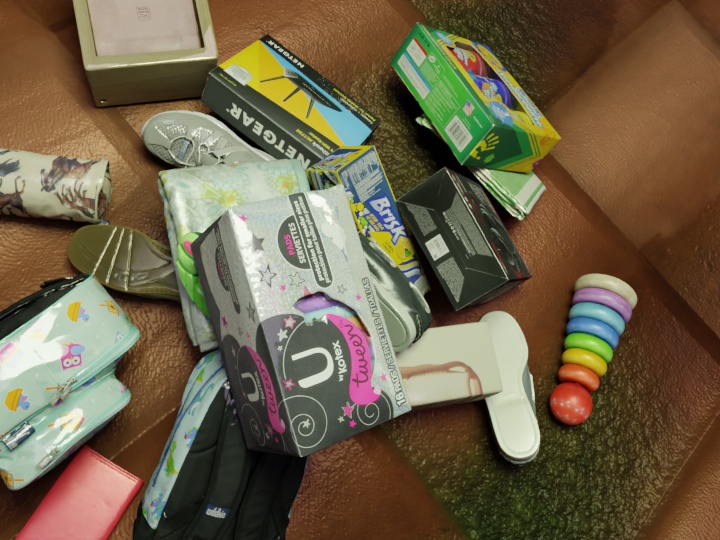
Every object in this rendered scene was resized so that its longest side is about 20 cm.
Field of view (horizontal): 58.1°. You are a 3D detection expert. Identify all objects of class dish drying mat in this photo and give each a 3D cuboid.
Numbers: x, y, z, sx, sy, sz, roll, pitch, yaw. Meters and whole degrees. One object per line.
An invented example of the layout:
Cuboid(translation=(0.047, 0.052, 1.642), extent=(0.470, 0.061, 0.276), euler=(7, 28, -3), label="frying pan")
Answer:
Cuboid(translation=(-0.307, 0.282, 0.645), extent=(0.076, 0.018, 0.201), euler=(32, 63, -4), label="dish drying mat")

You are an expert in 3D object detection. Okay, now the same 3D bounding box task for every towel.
Cuboid(translation=(-0.124, -0.022, 0.730), extent=(0.169, 0.048, 0.203), euler=(-11, 88, -35), label="towel")
Cuboid(translation=(0.178, -0.165, 0.928), extent=(0.200, 0.023, 0.152), euler=(44, 34, 4), label="towel")

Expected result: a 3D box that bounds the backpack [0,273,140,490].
Cuboid(translation=(-0.309, 0.101, 0.630), extent=(0.154, 0.175, 0.200), euler=(47, 64, -13), label="backpack")

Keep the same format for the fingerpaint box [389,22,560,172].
Cuboid(translation=(0.160, -0.238, 0.901), extent=(0.165, 0.073, 0.201), euler=(-2, 54, -44), label="fingerpaint box")

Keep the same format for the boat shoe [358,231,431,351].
Cuboid(translation=(0.000, 0.000, 0.726), extent=(0.201, 0.076, 0.060), euler=(53, 42, 6), label="boat shoe")

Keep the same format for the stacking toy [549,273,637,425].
Cuboid(translation=(0.300, 0.108, 0.863), extent=(0.085, 0.085, 0.202), euler=(28, 69, -4), label="stacking toy")

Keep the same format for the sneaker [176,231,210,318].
Cuboid(translation=(-0.103, 0.022, 0.680), extent=(0.199, 0.077, 0.084), euler=(34, 36, -18), label="sneaker")

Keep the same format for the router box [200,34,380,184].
Cuboid(translation=(-0.087, -0.211, 0.859), extent=(0.199, 0.051, 0.150), euler=(36, 45, -2), label="router box")

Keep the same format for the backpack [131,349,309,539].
Cuboid(translation=(-0.126, 0.176, 0.660), extent=(0.161, 0.154, 0.202), euler=(16, 106, -25), label="backpack")

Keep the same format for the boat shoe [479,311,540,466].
Cuboid(translation=(0.185, 0.149, 0.825), extent=(0.072, 0.062, 0.202), euler=(-11, 54, 9), label="boat shoe")

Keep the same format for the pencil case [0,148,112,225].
Cuboid(translation=(-0.385, -0.096, 0.731), extent=(0.197, 0.089, 0.079), euler=(4, 73, -13), label="pencil case")

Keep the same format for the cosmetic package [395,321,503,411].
Cuboid(translation=(0.053, 0.123, 0.768), extent=(0.197, 0.103, 0.088), euler=(-6, 73, -17), label="cosmetic package")

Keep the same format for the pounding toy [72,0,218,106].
Cuboid(translation=(-0.269, -0.328, 0.844), extent=(0.182, 0.142, 0.203), euler=(-11, 82, -17), label="pounding toy")

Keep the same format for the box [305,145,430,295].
Cuboid(translation=(0.012, -0.047, 0.785), extent=(0.064, 0.070, 0.202), euler=(-36, 118, -26), label="box")

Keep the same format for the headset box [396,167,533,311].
Cuboid(translation=(0.140, -0.036, 0.821), extent=(0.150, 0.077, 0.199), euler=(63, 22, 11), label="headset box")

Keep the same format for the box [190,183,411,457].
Cuboid(translation=(-0.059, 0.046, 0.569), extent=(0.114, 0.132, 0.203), euler=(-16, 87, -30), label="box")

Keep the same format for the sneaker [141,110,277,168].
Cuboid(translation=(-0.175, -0.136, 0.798), extent=(0.198, 0.075, 0.082), euler=(21, 25, -8), label="sneaker")

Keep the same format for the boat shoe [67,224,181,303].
Cuboid(translation=(-0.238, 0.001, 0.760), extent=(0.198, 0.063, 0.074), euler=(12, 74, -5), label="boat shoe")
